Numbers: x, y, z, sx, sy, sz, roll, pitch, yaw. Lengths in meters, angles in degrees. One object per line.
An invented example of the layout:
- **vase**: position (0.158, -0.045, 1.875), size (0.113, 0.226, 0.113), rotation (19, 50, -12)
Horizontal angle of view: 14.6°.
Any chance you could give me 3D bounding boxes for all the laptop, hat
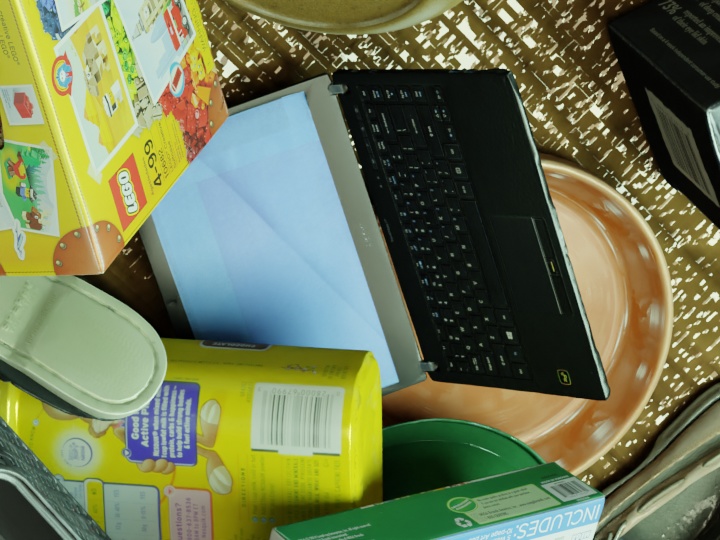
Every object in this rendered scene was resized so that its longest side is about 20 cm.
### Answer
- **laptop**: position (0.000, 0.000, 1.391), size (0.103, 0.199, 0.178), rotation (-34, 115, -36)
- **hat**: position (0.032, 0.206, 1.459), size (0.165, 0.176, 0.201), rotation (18, 123, -20)

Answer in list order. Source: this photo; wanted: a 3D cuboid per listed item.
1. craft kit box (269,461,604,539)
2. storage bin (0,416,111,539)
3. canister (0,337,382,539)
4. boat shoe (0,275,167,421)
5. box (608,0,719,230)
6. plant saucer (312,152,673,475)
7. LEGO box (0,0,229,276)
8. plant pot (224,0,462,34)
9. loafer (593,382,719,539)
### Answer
- **craft kit box**: position (0.018, 0.203, 1.392), size (0.199, 0.048, 0.199), rotation (-8, 120, -43)
- **storage bin**: position (-0.182, 0.157, 1.292), size (0.135, 0.094, 0.200), rotation (-38, 131, -3)
- **canister**: position (-0.092, 0.104, 1.408), size (0.199, 0.087, 0.149), rotation (3, 113, 10)
- **boat shoe**: position (-0.181, 0.005, 1.326), size (0.199, 0.066, 0.075), rotation (32, 70, -4)
- **box**: position (0.250, -0.106, 1.427), size (0.199, 0.148, 0.105), rotation (-26, 117, -3)
- **plant saucer**: position (0.069, 0.030, 1.497), size (0.199, 0.032, 0.201), rotation (-5, 113, -13)
- **LEGO box**: position (-0.143, -0.121, 1.260), size (0.077, 0.149, 0.201), rotation (-1, 121, 25)
- **plant pot**: position (-0.032, -0.174, 1.310), size (0.200, 0.200, 0.028), rotation (40, 54, -26)
- **loafer**: position (0.165, 0.149, 1.556), size (0.072, 0.063, 0.200), rotation (34, 99, -25)
